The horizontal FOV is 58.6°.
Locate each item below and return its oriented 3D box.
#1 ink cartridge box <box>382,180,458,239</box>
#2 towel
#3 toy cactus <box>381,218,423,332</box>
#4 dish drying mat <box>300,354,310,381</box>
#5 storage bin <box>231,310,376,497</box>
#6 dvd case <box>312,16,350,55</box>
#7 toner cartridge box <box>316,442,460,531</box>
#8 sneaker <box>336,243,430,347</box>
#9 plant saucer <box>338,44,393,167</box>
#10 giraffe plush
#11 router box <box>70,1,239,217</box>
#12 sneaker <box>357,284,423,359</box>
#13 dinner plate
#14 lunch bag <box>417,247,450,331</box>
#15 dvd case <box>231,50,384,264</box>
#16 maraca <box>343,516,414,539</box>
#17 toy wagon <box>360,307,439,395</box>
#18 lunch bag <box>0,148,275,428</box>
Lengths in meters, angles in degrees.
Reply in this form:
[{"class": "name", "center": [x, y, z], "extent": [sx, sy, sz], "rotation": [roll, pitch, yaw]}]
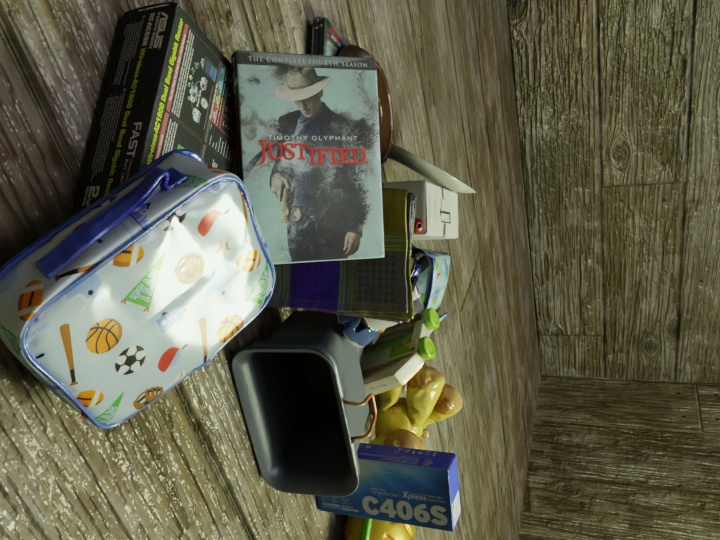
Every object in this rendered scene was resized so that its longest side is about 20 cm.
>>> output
[{"class": "ink cartridge box", "center": [0.067, -0.093, 1.046], "extent": [0.200, 0.145, 0.085], "rotation": [-4, 94, -69]}, {"class": "towel", "center": [-0.034, -0.021, 0.703], "extent": [0.023, 0.199, 0.145], "rotation": [-27, 121, -69]}, {"class": "toy cactus", "center": [0.000, 0.000, 0.883], "extent": [0.102, 0.165, 0.200], "rotation": [32, 93, -24]}, {"class": "dish drying mat", "center": [-0.046, 0.085, 0.933], "extent": [0.200, 0.018, 0.077], "rotation": [-43, 128, -62]}, {"class": "storage bin", "center": [-0.046, 0.145, 0.770], "extent": [0.134, 0.145, 0.201], "rotation": [-58, 141, -59]}, {"class": "dvd case", "center": [-0.034, -0.245, 0.945], "extent": [0.146, 0.022, 0.201], "rotation": [11, 80, -68]}, {"class": "toner cartridge box", "center": [0.033, 0.292, 0.882], "extent": [0.043, 0.199, 0.096], "rotation": [-36, 122, -62]}, {"class": "sneaker", "center": [0.016, -0.022, 0.741], "extent": [0.200, 0.115, 0.081], "rotation": [71, 20, -1]}, {"class": "plant saucer", "center": [0.011, -0.238, 0.969], "extent": [0.200, 0.032, 0.201], "rotation": [-2, 90, -69]}, {"class": "giraffe plush", "center": [0.053, 0.256, 0.992], "extent": [0.163, 0.172, 0.201], "rotation": [-70, -177, -50]}, {"class": "router box", "center": [-0.164, -0.109, 0.583], "extent": [0.150, 0.062, 0.201], "rotation": [42, 51, -62]}, {"class": "sneaker", "center": [0.025, 0.061, 0.931], "extent": [0.075, 0.114, 0.201], "rotation": [59, 36, -50]}, {"class": "dinner plate", "center": [0.111, -0.178, 1.130], "extent": [0.024, 0.200, 0.200], "rotation": [-62, 159, 8]}, {"class": "lunch bag", "center": [0.087, 0.062, 1.138], "extent": [0.170, 0.127, 0.201], "rotation": [-8, 110, -72]}, {"class": "dvd case", "center": [-0.049, -0.108, 0.630], "extent": [0.022, 0.145, 0.201], "rotation": [-176, -96, -69]}, {"class": "maraca", "center": [0.024, 0.428, 0.980], "extent": [0.137, 0.106, 0.201], "rotation": [59, 37, -47]}, {"class": "toy wagon", "center": [0.047, 0.105, 0.975], "extent": [0.040, 0.155, 0.200], "rotation": [55, 28, -22]}, {"class": "lunch bag", "center": [-0.157, 0.008, 0.477], "extent": [0.200, 0.075, 0.161], "rotation": [-44, 144, -24]}]
